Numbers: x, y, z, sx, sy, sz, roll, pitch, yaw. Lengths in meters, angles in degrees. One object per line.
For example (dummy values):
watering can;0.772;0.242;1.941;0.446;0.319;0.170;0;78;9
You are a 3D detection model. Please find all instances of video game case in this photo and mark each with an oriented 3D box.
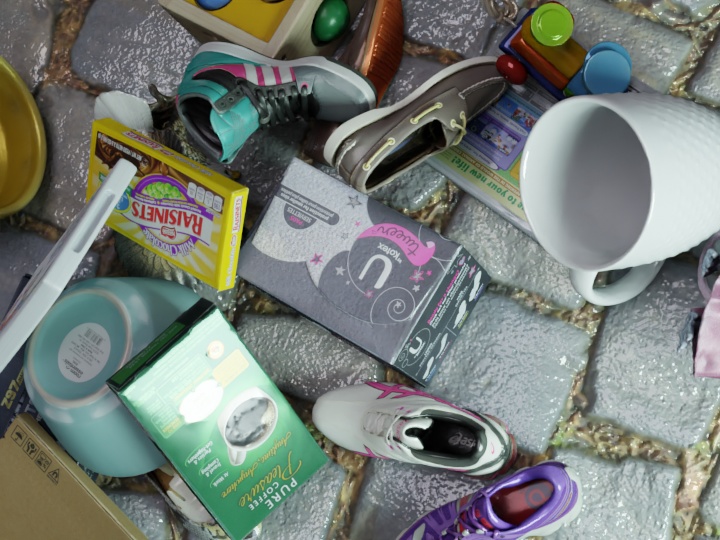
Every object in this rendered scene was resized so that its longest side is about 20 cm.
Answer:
video game case;-0.295;0.007;1.320;0.200;0.024;0.182;-44;17;41
video game case;0.180;-0.132;1.343;0.200;0.022;0.182;38;90;24

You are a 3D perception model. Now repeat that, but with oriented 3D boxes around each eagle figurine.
eagle figurine;-0.184;-0.088;1.407;0.150;0.152;0.201;-8;66;-3

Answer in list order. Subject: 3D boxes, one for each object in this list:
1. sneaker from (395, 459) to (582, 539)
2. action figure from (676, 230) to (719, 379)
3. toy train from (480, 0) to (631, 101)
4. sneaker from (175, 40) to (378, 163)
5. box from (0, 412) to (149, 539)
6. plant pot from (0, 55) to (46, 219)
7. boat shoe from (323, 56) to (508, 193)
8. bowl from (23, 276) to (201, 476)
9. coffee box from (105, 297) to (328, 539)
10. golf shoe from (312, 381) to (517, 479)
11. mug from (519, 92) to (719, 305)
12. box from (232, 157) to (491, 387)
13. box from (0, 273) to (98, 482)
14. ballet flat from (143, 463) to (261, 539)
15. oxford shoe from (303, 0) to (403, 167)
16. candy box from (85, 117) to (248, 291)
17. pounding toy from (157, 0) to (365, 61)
sneaker;0.101;0.225;1.237;0.200;0.083;0.081;-35;66;9
action figure;0.376;0.065;1.193;0.199;0.149;0.134;19;112;5
toy train;0.162;-0.218;1.268;0.200;0.116;0.085;42;88;1
sneaker;-0.093;-0.153;1.326;0.199;0.084;0.121;12;49;21
box;-0.308;0.266;1.369;0.200;0.021;0.164;42;111;17
plant pot;-0.474;-0.128;1.495;0.188;0.200;0.202;-17;69;32
boat shoe;0.063;-0.136;1.310;0.200;0.072;0.060;-28;61;-19
bowl;-0.240;0.086;1.323;0.200;0.105;0.202;-9;66;21
coffee box;-0.129;0.140;1.277;0.123;0.200;0.044;-42;27;-15
golf shoe;0.041;0.140;1.279;0.199;0.092;0.073;8;79;23
mug;0.244;-0.059;1.221;0.148;0.175;0.201;37;124;39
box;0.000;0.000;1.319;0.200;0.115;0.132;29;87;24
box;-0.317;0.122;1.435;0.157;0.051;0.201;21;82;25
ballet flat;-0.179;0.197;1.354;0.200;0.072;0.072;42;92;24
oxford shoe;-0.009;-0.202;1.405;0.073;0.071;0.201;11;80;26
candy box;-0.189;-0.066;1.331;0.200;0.026;0.103;27;121;33
pounding toy;-0.075;-0.301;1.416;0.200;0.142;0.185;30;87;24
